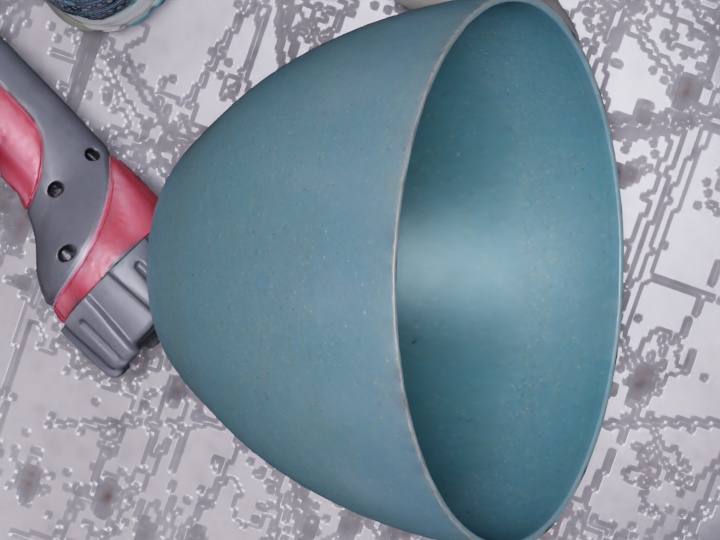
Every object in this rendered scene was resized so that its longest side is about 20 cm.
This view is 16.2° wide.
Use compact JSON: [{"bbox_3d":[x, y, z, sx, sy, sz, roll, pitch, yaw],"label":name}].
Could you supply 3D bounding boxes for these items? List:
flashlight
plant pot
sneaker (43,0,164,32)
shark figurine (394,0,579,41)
[{"bbox_3d":[-0.144,-0.049,0.999,0.200,0.068,0.068,45,108,1],"label":"flashlight"},{"bbox_3d":[0.000,0.000,0.944,0.134,0.200,0.201,1,93,28],"label":"plant pot"},{"bbox_3d":[-0.139,-0.187,0.981,0.077,0.086,0.200,-36,90,4],"label":"sneaker"},{"bbox_3d":[0.007,-0.180,0.967,0.128,0.215,0.090,7,52,31],"label":"shark figurine"}]
